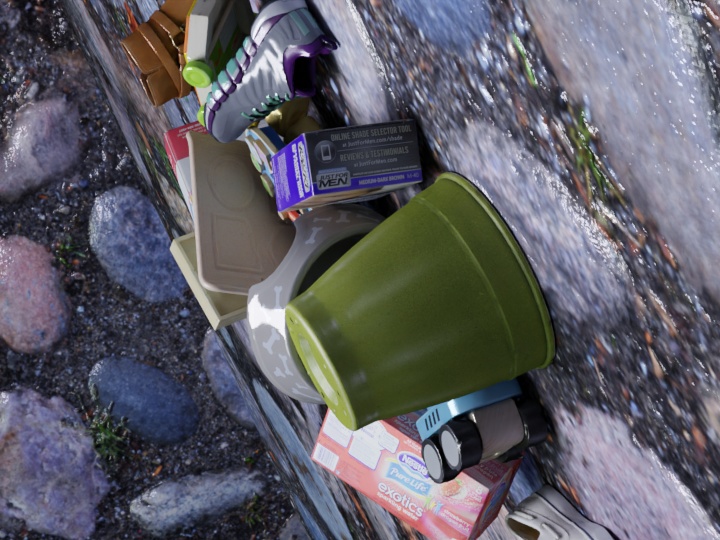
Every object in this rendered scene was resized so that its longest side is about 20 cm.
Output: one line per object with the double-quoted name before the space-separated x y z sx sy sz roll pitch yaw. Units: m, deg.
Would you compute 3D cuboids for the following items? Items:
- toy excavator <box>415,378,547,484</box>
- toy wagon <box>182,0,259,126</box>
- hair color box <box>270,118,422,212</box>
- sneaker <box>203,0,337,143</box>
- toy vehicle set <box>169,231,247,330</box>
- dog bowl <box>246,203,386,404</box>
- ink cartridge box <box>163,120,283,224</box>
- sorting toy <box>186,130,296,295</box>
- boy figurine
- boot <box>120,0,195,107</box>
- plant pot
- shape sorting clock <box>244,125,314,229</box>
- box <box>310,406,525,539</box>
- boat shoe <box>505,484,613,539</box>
"toy excavator" 0.089 0.109 1.550 0.195 0.099 0.202 128 125 -66
"toy wagon" -0.147 -0.231 1.691 0.039 0.156 0.201 10 146 16
"hair color box" -0.018 -0.099 1.483 0.200 0.108 0.065 162 99 -78
"sneaker" -0.096 -0.187 1.576 0.088 0.074 0.200 50 133 17
"toy vehicle set" -0.126 -0.015 1.930 0.125 0.199 0.027 60 151 17
"dog bowl" -0.011 0.038 1.477 0.059 0.199 0.201 16 134 57
"ink cartridge box" -0.141 -0.093 1.882 0.083 0.145 0.201 98 151 -68
"sorting toy" -0.120 -0.057 1.767 0.036 0.184 0.202 -30 61 44
"boy figurine" -0.047 -0.123 1.691 0.201 0.064 0.124 61 169 10
"boot" -0.212 -0.301 1.765 0.201 0.154 0.074 66 167 -19
"plant pot" 0.042 0.044 1.377 0.201 0.192 0.201 57 166 22
"shape sorting clock" -0.072 -0.071 1.675 0.201 0.039 0.200 55 167 19
"box" 0.061 0.196 1.624 0.199 0.095 0.103 31 123 19
"boat shoe" 0.204 0.280 1.511 0.200 0.069 0.071 40 155 61
